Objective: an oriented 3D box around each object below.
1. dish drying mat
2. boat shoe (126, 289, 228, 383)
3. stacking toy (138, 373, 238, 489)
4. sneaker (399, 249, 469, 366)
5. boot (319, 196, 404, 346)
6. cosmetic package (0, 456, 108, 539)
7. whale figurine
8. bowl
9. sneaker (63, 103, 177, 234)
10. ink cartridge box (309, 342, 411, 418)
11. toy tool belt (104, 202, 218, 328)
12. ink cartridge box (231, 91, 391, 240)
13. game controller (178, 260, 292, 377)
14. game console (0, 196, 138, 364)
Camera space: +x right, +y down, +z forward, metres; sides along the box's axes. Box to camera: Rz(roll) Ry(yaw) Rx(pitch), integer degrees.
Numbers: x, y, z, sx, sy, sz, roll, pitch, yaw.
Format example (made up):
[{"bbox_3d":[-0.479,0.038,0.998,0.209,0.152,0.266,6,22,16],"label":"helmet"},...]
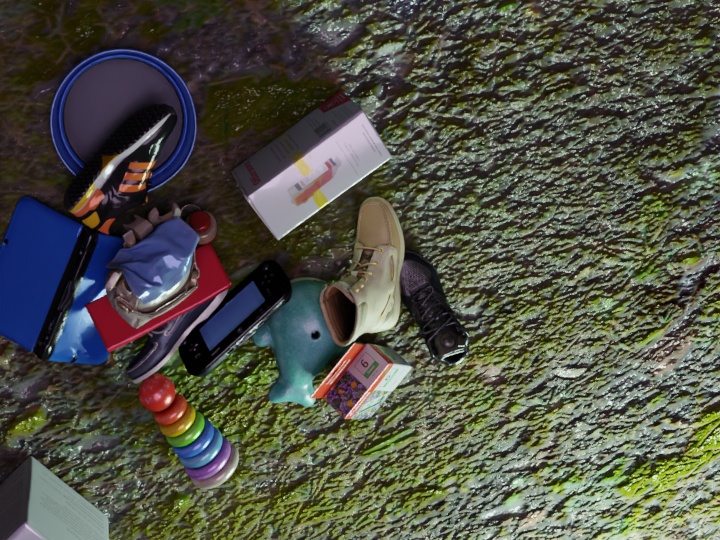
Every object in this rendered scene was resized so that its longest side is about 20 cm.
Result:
[{"bbox_3d":[-0.285,0.037,1.638,0.198,0.018,0.078,-28,82,-11],"label":"dish drying mat"},{"bbox_3d":[-0.278,0.076,1.680,0.200,0.075,0.062,-46,114,2],"label":"boat shoe"},{"bbox_3d":[-0.262,0.232,1.713,0.085,0.086,0.201,-32,123,-2],"label":"stacking toy"},{"bbox_3d":[0.111,0.062,1.754,0.075,0.114,0.201,-28,110,-5],"label":"sneaker"},{"bbox_3d":[0.000,0.000,1.675,0.072,0.155,0.204,5,101,27],"label":"boot"},{"bbox_3d":[-0.480,0.418,1.676,0.167,0.200,0.166,-43,113,4],"label":"cosmetic package"},{"bbox_3d":[-0.084,0.115,1.725,0.157,0.104,0.203,10,103,-17],"label":"whale figurine"},{"bbox_3d":[-0.326,-0.206,1.593,0.197,0.039,0.204,-4,109,-12],"label":"bowl"},{"bbox_3d":[-0.310,-0.137,1.570,0.200,0.070,0.090,-45,128,4],"label":"sneaker"},{"bbox_3d":[0.003,0.167,1.723,0.050,0.200,0.109,41,96,17],"label":"ink cartridge box"},{"bbox_3d":[-0.271,-0.025,1.582,0.124,0.123,0.200,37,70,14],"label":"toy tool belt"},{"bbox_3d":[-0.071,-0.150,1.620,0.199,0.145,0.084,-35,114,0],"label":"ink cartridge box"},{"bbox_3d":[-0.184,0.071,1.686,0.200,0.104,0.042,-43,117,2],"label":"game controller"},{"bbox_3d":[-0.424,0.017,1.654,0.170,0.118,0.202,12,108,-50],"label":"game console"}]
